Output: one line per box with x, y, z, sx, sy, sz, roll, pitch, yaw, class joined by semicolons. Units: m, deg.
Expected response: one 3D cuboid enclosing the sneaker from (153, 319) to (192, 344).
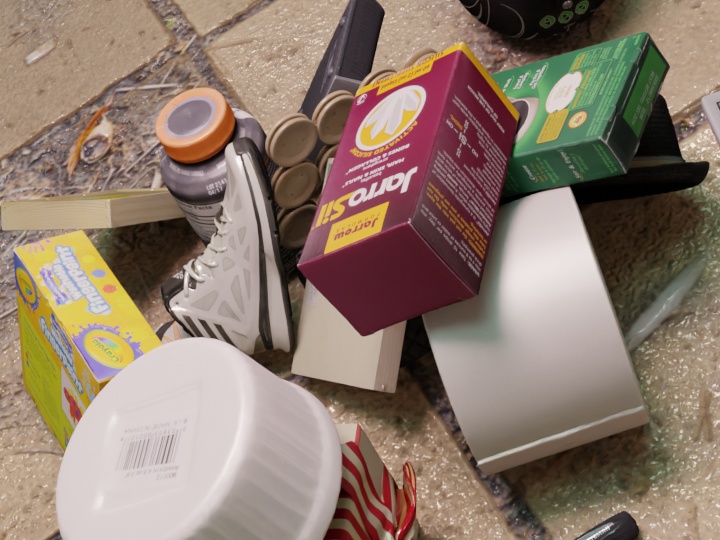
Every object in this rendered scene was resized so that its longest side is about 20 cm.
-0.147;0.108;1.311;0.080;0.074;0.200;-34;49;-8;sneaker

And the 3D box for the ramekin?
-0.120;0.145;1.015;0.199;0.098;0.202;-22;45;24;ramekin

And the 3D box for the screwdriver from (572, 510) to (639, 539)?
0.127;0.243;1.113;0.199;0.028;0.029;-27;77;-3;screwdriver

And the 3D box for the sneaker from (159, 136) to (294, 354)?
-0.126;-0.013;1.275;0.114;0.202;0.076;-8;20;-2;sneaker

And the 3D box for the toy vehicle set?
-0.244;-0.062;1.424;0.123;0.200;0.027;0;97;24;toy vehicle set

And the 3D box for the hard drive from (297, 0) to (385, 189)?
-0.029;-0.167;1.411;0.042;0.200;0.136;19;55;-9;hard drive

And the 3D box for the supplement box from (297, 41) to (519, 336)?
0.040;-0.063;1.086;0.110;0.086;0.201;-20;37;35;supplement box

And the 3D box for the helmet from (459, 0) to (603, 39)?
0.167;-0.331;1.441;0.198;0.191;0.202;0;85;5;helmet

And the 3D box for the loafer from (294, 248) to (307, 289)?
0.032;-0.037;1.347;0.199;0.071;0.068;-29;49;0;loafer

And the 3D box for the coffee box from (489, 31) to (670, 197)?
0.143;-0.118;1.164;0.199;0.044;0.124;-10;42;44;coffee box

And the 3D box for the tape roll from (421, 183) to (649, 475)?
0.134;0.046;1.151;0.138;0.203;0.204;-20;49;8;tape roll

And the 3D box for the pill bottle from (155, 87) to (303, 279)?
-0.122;-0.080;1.361;0.105;0.201;0.107;-11;50;14;pill bottle

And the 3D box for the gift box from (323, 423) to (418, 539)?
-0.053;0.229;1.097;0.185;0.200;0.186;-5;57;18;gift box

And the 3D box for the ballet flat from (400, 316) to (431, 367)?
0.085;0.013;1.294;0.200;0.057;0.066;-41;50;-11;ballet flat

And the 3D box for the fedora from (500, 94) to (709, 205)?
0.199;-0.110;1.252;0.199;0.200;0.093;-6;86;19;fedora

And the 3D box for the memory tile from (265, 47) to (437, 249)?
-0.001;-0.114;1.343;0.199;0.154;0.017;-28;50;-22;memory tile

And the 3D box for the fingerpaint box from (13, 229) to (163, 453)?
-0.239;0.091;1.295;0.073;0.168;0.200;-17;42;-27;fingerpaint box

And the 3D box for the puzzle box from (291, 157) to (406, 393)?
0.000;0.000;1.259;0.133;0.025;0.202;6;85;56;puzzle box

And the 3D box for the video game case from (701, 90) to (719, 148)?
0.418;-0.112;1.273;0.181;0.022;0.201;-19;48;9;video game case
